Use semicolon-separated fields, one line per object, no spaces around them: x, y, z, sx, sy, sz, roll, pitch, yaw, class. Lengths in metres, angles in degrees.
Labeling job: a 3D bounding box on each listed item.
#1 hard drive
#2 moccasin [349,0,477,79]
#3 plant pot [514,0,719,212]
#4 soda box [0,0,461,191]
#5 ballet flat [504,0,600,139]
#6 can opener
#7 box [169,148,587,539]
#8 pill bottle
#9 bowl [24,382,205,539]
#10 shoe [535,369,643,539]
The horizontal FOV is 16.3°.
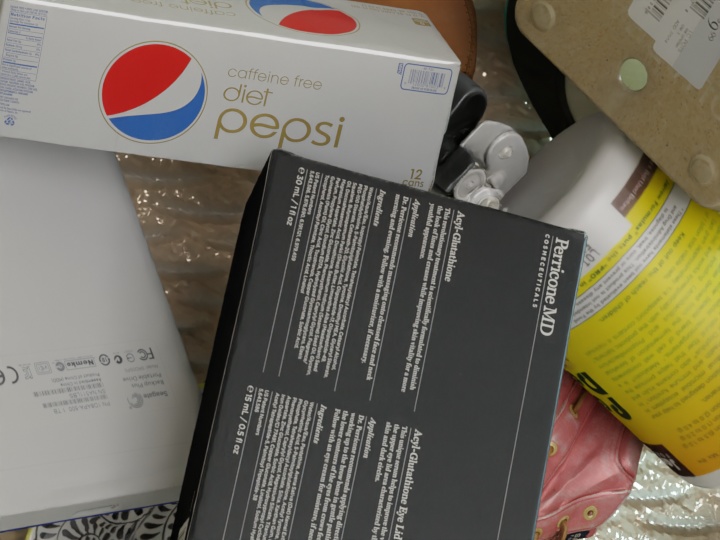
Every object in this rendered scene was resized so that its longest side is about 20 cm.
-0.143;0.009;1.073;0.132;0.025;0.200;-6;68;-42;hard drive
-0.036;-0.096;1.166;0.201;0.074;0.078;0;82;-36;moccasin
0.190;-0.136;1.138;0.177;0.200;0.200;-20;60;-47;plant pot
-0.063;-0.086;1.079;0.200;0.068;0.064;8;113;-16;soda box
0.139;-0.060;1.250;0.068;0.068;0.200;-33;103;-24;ballet flat
0.000;0.000;1.169;0.200;0.066;0.053;-48;144;0;can opener
0.004;0.068;1.047;0.141;0.079;0.200;14;71;-6;box
0.153;0.026;1.184;0.200;0.109;0.109;43;72;-14;pill bottle
-0.049;0.156;1.125;0.200;0.094;0.201;-1;73;3;bowl
0.070;0.119;1.213;0.091;0.071;0.200;34;71;-18;shoe
